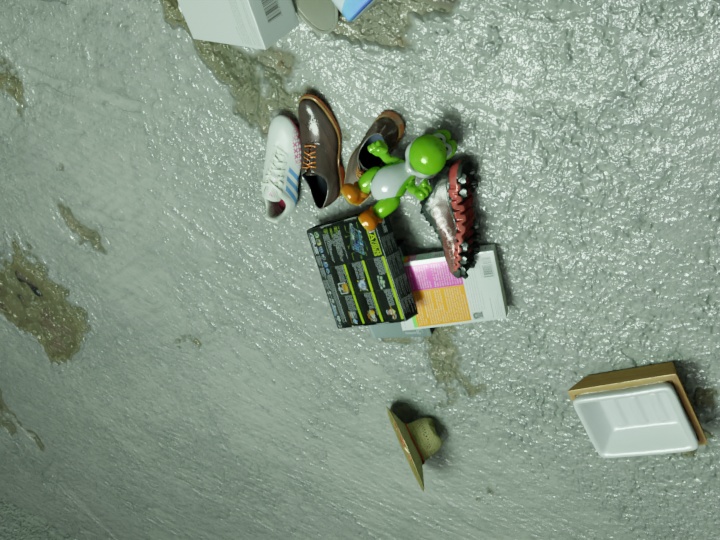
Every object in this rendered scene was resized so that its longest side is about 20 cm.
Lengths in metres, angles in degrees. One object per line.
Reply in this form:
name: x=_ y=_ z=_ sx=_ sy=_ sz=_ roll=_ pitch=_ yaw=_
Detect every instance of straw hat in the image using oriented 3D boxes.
straw hat: x=0.130 y=0.362 z=1.655 sx=0.083 sy=0.201 sz=0.205 roll=-25 pitch=116 yaw=-6

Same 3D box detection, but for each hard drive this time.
hard drive: x=0.053 y=0.040 z=1.501 sx=0.137 sy=0.033 sz=0.204 roll=-5 pitch=121 yaw=33

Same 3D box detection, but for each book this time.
book: x=0.157 y=0.031 z=1.400 sx=0.195 sy=0.048 sz=0.137 roll=-6 pitch=116 yaw=21

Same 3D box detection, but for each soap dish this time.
soap dish: x=0.488 y=0.246 z=1.365 sx=0.197 sy=0.082 sz=0.159 roll=-17 pitch=114 yaw=38

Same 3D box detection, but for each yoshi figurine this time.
yoshi figurine: x=0.065 y=-0.156 z=1.240 sx=0.198 sy=0.113 sz=0.113 roll=-36 pitch=128 yaw=11

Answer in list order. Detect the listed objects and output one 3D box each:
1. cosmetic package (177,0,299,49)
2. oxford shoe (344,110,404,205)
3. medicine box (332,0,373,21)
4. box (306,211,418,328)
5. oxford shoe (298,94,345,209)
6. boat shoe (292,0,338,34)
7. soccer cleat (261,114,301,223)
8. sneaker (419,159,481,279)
cosmetic package: x=-0.201 y=-0.423 z=1.221 sx=0.197 sy=0.085 sz=0.109 roll=24 pitch=145 yaw=40
oxford shoe: x=0.007 y=-0.181 z=1.333 sx=0.070 sy=0.073 sz=0.202 roll=31 pitch=133 yaw=5
medicine box: x=-0.003 y=-0.496 z=1.083 sx=0.201 sy=0.103 sz=0.181 roll=49 pitch=133 yaw=-10
box: x=0.000 y=0.000 z=1.422 sx=0.190 sy=0.047 sz=0.205 roll=-12 pitch=100 yaw=46
oxford shoe: x=-0.074 y=-0.206 z=1.362 sx=0.070 sy=0.073 sz=0.204 roll=2 pitch=124 yaw=29
boat shoe: x=-0.104 y=-0.462 z=1.214 sx=0.201 sy=0.072 sz=0.063 roll=52 pitch=175 yaw=-20
soccer cleat: x=-0.146 y=-0.178 z=1.416 sx=0.068 sy=0.087 sz=0.204 roll=17 pitch=130 yaw=18
sneaker: x=0.150 y=-0.086 z=1.311 sx=0.096 sy=0.071 sz=0.206 roll=6 pitch=114 yaw=32
